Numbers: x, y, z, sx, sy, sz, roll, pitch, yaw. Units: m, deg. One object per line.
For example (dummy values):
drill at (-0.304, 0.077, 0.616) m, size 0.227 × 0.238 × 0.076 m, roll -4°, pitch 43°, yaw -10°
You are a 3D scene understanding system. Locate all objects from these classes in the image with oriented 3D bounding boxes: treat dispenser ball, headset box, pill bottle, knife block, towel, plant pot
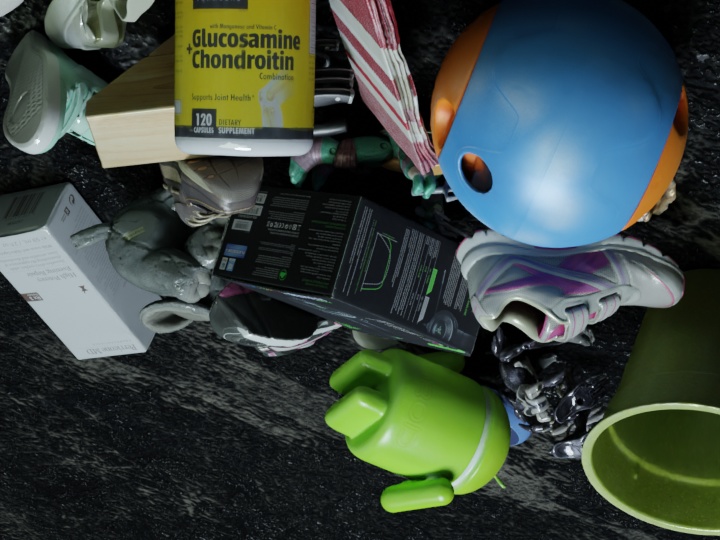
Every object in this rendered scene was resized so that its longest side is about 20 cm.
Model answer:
treat dispenser ball at (0.154, -0.118, 1.223) m, size 0.199 × 0.202 × 0.202 m, roll 11°, pitch 142°, yaw 9°
headset box at (0.000, 0.000, 1.431) m, size 0.199 × 0.094 × 0.173 m, roll 23°, pitch 171°, yaw -42°
pill bottle at (-0.090, -0.192, 1.237) m, size 0.111 × 0.112 × 0.202 m, roll 3°, pitch 96°, yaw 19°
knife block at (-0.107, -0.136, 1.336) m, size 0.175 × 0.200 × 0.064 m, roll 32°, pitch 151°, yaw 32°
towel at (0.007, -0.189, 1.262) m, size 0.023 × 0.144 × 0.201 m, roll -27°, pitch 130°, yaw -7°
plant pot at (0.315, 0.106, 1.440) m, size 0.198 × 0.191 × 0.201 m, roll 11°, pitch 142°, yaw 9°

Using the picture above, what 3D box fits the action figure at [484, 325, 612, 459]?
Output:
action figure at (0.194, 0.114, 1.558) m, size 0.101 × 0.200 × 0.120 m, roll -20°, pitch 111°, yaw -10°

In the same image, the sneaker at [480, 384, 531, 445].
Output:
sneaker at (0.085, 0.162, 1.687) m, size 0.198 × 0.083 × 0.074 m, roll 13°, pitch 140°, yaw 4°

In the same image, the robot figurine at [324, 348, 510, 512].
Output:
robot figurine at (0.065, 0.151, 1.573) m, size 0.199 × 0.177 × 0.116 m, roll 24°, pitch 139°, yaw -22°

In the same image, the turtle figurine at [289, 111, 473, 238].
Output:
turtle figurine at (0.045, -0.090, 1.384) m, size 0.198 × 0.102 × 0.150 m, roll 6°, pitch 164°, yaw 17°

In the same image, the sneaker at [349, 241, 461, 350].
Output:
sneaker at (0.051, 0.041, 1.558) m, size 0.073 × 0.080 × 0.200 m, roll 33°, pitch 141°, yaw -22°

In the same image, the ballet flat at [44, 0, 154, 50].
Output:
ballet flat at (-0.212, -0.229, 1.334) m, size 0.069 × 0.070 × 0.200 m, roll 32°, pitch 138°, yaw -17°

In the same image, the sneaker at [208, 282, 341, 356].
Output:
sneaker at (-0.082, 0.054, 1.531) m, size 0.086 × 0.081 × 0.199 m, roll -39°, pitch 158°, yaw 28°

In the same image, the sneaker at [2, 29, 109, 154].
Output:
sneaker at (-0.249, -0.140, 1.390) m, size 0.118 × 0.201 × 0.074 m, roll 31°, pitch 107°, yaw -25°

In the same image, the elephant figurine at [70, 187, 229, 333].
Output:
elephant figurine at (-0.166, 0.004, 1.572) m, size 0.155 × 0.142 × 0.200 m, roll 38°, pitch 165°, yaw 21°

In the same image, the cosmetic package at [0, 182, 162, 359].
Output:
cosmetic package at (-0.302, 0.004, 1.659) m, size 0.101 × 0.074 × 0.201 m, roll -8°, pitch 134°, yaw 30°

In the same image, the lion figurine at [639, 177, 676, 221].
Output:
lion figurine at (0.203, -0.042, 1.415) m, size 0.121 × 0.073 × 0.200 m, roll -1°, pitch 157°, yaw -7°

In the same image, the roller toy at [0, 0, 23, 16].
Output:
roller toy at (-0.328, -0.296, 1.251) m, size 0.198 × 0.140 × 0.183 m, roll 19°, pitch 142°, yaw -1°

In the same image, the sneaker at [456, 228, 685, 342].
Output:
sneaker at (0.181, 0.023, 1.361) m, size 0.198 × 0.089 × 0.082 m, roll 2°, pitch 153°, yaw 2°

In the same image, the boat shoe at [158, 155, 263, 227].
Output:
boat shoe at (-0.132, -0.079, 1.409) m, size 0.074 × 0.200 × 0.074 m, roll -9°, pitch 112°, yaw -17°
